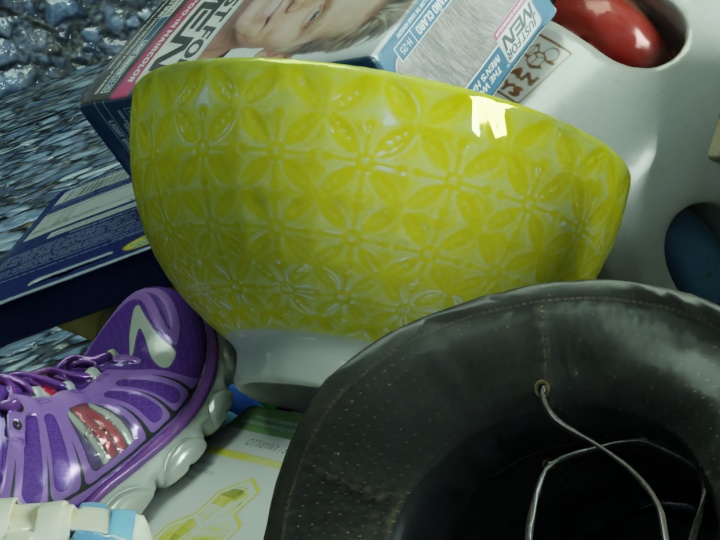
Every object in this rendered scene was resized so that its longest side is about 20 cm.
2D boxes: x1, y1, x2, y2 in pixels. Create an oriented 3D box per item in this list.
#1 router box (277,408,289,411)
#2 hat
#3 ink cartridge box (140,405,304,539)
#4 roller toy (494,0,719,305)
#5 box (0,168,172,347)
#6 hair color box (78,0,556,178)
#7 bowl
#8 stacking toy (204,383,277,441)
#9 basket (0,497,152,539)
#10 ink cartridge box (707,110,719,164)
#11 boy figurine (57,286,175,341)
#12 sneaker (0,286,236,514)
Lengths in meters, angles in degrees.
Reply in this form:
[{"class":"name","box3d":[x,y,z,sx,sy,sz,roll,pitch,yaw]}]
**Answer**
[{"class":"router box","box3d":[-0.112,0.099,1.266,0.199,0.051,0.149,-23,13,-23]},{"class":"hat","box3d":[0.069,0.098,0.850,0.200,0.202,0.081,-14,-19,23]},{"class":"ink cartridge box","box3d":[-0.071,0.132,0.977,0.200,0.048,0.145,-38,19,-21]},{"class":"roller toy","box3d":[0.109,-0.044,1.195,0.140,0.200,0.182,-41,1,-14]},{"class":"box","box3d":[-0.109,-0.015,1.244,0.121,0.033,0.200,-19,13,15]},{"class":"hair color box","box3d":[-0.022,-0.092,1.164,0.199,0.061,0.100,-4,40,47]},{"class":"bowl","box3d":[0.000,0.000,1.031,0.199,0.108,0.200,9,-12,2]},{"class":"stacking toy","box3d":[-0.067,0.058,1.166,0.085,0.086,0.200,-15,33,18]},{"class":"basket","box3d":[-0.156,0.151,0.824,0.199,0.177,0.139,-5,31,7]},{"class":"ink cartridge box","box3d":[0.265,-0.048,1.047,0.199,0.075,0.165,16,-3,-28]},{"class":"boy figurine","box3d":[-0.096,0.016,1.328,0.124,0.065,0.200,-5,13,-6]},{"class":"sneaker","box3d":[-0.115,0.061,1.023,0.080,0.084,0.200,-19,23,36]}]
